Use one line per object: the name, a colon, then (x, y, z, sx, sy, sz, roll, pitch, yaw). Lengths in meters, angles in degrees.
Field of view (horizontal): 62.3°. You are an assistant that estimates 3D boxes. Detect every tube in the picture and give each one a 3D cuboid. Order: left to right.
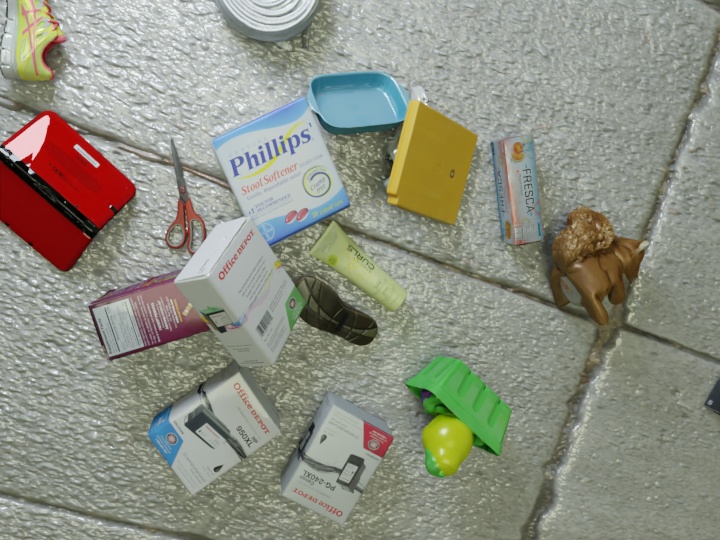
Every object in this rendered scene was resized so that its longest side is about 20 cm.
tube: (0.000, 0.000, 1.130, 0.199, 0.052, 0.058, 40, 50, -8)

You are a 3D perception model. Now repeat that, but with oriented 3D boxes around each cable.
cable: (-0.159, -0.499, 1.015, 0.195, 0.069, 0.205, 13, 96, -12)

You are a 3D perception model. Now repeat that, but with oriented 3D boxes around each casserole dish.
casserole dish: (-0.005, -0.293, 1.054, 0.196, 0.039, 0.123, -13, 67, -24)

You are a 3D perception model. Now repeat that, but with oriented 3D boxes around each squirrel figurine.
squirrel figurine: (0.471, -0.028, 1.168, 0.184, 0.141, 0.203, -29, 105, -11)

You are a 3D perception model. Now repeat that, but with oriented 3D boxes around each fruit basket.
fruit basket: (0.173, 0.297, 1.146, 0.210, 0.155, 0.222, 1, 87, -20)

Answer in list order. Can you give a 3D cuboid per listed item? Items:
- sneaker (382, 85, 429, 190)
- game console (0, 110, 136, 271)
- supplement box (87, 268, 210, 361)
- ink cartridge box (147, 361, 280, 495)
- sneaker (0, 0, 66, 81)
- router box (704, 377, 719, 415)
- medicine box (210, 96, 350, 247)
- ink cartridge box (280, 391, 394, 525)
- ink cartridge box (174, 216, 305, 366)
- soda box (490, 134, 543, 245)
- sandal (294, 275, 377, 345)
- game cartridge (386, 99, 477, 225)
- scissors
sneaker: (0.085, -0.238, 1.101, 0.079, 0.075, 0.205, 6, 97, -2)
game console: (-0.523, -0.135, 1.029, 0.200, 0.118, 0.174, 43, 58, -14)
supplement box: (-0.343, 0.065, 1.033, 0.196, 0.131, 0.106, -16, 101, -7)
ink cartridge box: (-0.265, 0.286, 1.103, 0.198, 0.084, 0.146, -34, 103, -4)
sneaker: (-0.523, -0.405, 0.967, 0.088, 0.078, 0.205, 9, 102, -19)
router box: (0.885, 0.257, 1.323, 0.155, 0.052, 0.203, 30, 92, -12)
medicine box: (-0.140, -0.170, 1.050, 0.179, 0.103, 0.203, -26, 103, -6)
ink cartridge box: (-0.048, 0.364, 1.154, 0.143, 0.083, 0.203, 30, 92, -13)
ink cartridge box: (-0.193, 0.037, 0.989, 0.082, 0.146, 0.202, -7, 129, 32)
soda box: (0.303, -0.154, 1.150, 0.062, 0.068, 0.205, -10, 100, -9)
sandal: (-0.051, 0.075, 1.132, 0.198, 0.055, 0.083, 29, 98, -27)
game cartridge: (0.131, -0.188, 1.076, 0.198, 0.032, 0.180, 12, 94, -47)
scissors: (-0.312, -0.132, 1.072, 0.071, 0.014, 0.205, 4, 96, -8)
